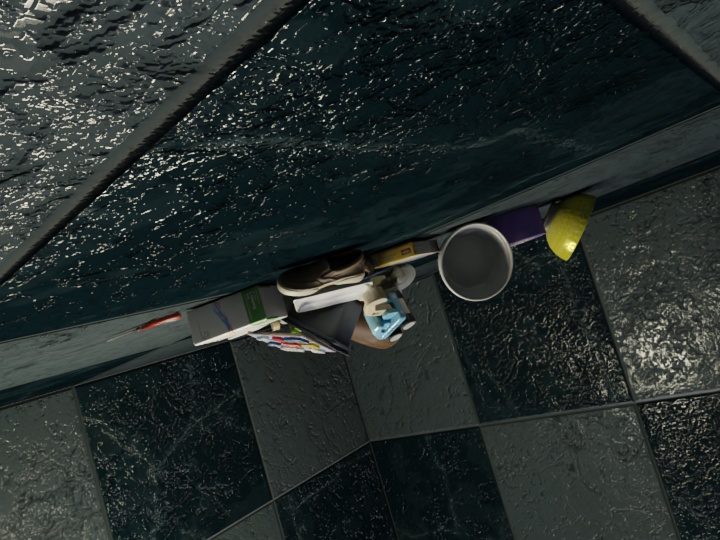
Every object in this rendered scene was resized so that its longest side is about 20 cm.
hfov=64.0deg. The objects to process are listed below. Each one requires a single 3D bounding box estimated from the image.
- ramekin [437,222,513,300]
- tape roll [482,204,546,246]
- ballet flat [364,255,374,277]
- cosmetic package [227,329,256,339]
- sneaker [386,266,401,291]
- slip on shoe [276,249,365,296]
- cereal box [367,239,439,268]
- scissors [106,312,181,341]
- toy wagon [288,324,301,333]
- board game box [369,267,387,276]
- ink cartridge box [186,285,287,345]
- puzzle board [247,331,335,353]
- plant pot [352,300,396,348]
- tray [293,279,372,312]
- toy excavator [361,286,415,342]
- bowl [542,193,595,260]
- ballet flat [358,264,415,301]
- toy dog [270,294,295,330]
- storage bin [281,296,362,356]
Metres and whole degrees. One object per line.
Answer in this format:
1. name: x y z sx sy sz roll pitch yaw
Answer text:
1. ramekin: 0.298 -0.025 1.545 0.195 0.205 0.105 -17 -176 -4
2. tape roll: 0.429 -0.114 1.666 0.195 0.087 0.200 -19 176 -1
3. ballet flat: -0.055 0.011 1.421 0.197 0.070 0.072 -22 153 36
4. cosmetic package: -0.319 0.132 1.613 0.110 0.083 0.200 -18 174 -21
5. sneaker: 0.033 0.071 1.623 0.196 0.117 0.072 -20 -176 -22
6. slip on shoe: -0.080 0.000 1.206 0.195 0.077 0.062 -8 133 -19
7. cereal box: 0.114 -0.043 1.528 0.141 0.041 0.199 -18 177 25
8. scissors: -0.508 0.132 1.337 0.195 0.014 0.073 -17 178 -3
9. toy wagon: -0.149 0.115 1.766 0.039 0.158 0.198 33 144 -27
10. board game box: 0.000 0.000 1.610 0.155 0.040 0.200 -20 -177 17
11. ink cartridge box: -0.294 0.105 1.385 0.195 0.086 0.145 -20 175 12
12. puzzle board: -0.182 0.192 1.521 0.196 0.018 0.150 -1 157 35
13. plant pot: 0.005 0.135 1.710 0.184 0.192 0.198 -21 161 37
14. tray: -0.067 0.058 1.411 0.195 0.023 0.108 -13 161 -5
15. toy excavator: 0.054 0.110 1.496 0.197 0.101 0.195 -6 147 -41
16. bowl: 0.595 -0.142 1.692 0.106 0.205 0.200 23 -176 12
17. ballet flat: 0.072 0.027 1.560 0.196 0.071 0.069 -21 177 -20
18. toy dog: -0.218 0.093 1.675 0.130 0.098 0.200 -10 156 -39
19. storage bin: -0.089 0.121 1.537 0.197 0.137 0.145 24 173 33
